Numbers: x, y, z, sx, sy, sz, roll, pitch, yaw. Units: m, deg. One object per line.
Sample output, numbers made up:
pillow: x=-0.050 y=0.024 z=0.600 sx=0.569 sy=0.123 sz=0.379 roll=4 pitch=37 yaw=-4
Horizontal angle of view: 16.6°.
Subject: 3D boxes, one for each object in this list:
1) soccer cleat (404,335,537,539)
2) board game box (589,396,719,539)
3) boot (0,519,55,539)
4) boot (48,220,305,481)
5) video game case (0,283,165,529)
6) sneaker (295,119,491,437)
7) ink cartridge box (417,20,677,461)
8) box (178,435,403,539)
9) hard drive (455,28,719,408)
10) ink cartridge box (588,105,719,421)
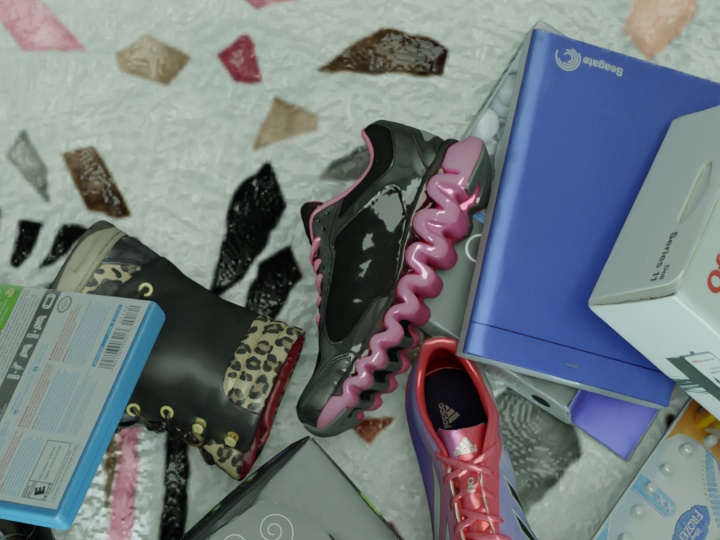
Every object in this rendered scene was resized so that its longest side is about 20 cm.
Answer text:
soccer cleat: x=0.068 y=0.134 z=1.448 sx=0.067 sy=0.077 sz=0.200 roll=-15 pitch=62 yaw=1
board game box: x=0.242 y=0.186 z=1.464 sx=0.200 sy=0.026 sz=0.200 roll=41 pitch=52 yaw=0
boot: x=-0.191 y=0.180 z=1.390 sx=0.200 sy=0.075 sz=0.097 roll=9 pitch=106 yaw=23
boot: x=-0.134 y=0.086 z=1.461 sx=0.150 sy=0.073 sz=0.200 roll=23 pitch=76 yaw=7
video game case: x=-0.223 y=0.070 z=1.414 sx=0.200 sy=0.018 sz=0.143 roll=6 pitch=59 yaw=28
sneaker: x=0.000 y=0.000 z=1.456 sx=0.095 sy=0.079 sz=0.200 roll=24 pitch=80 yaw=12
ink cartridge box: x=0.138 y=-0.017 z=1.516 sx=0.200 sy=0.043 sz=0.198 roll=33 pitch=83 yaw=-2
box: x=-0.032 y=0.188 z=1.403 sx=0.124 sy=0.200 sz=0.149 roll=-41 pitch=89 yaw=-7
hard drive: x=0.141 y=-0.031 z=1.472 sx=0.132 sy=0.025 sz=0.200 roll=15 pitch=80 yaw=-13
ink cartridge box: x=0.247 y=0.015 z=1.448 sx=0.200 sy=0.083 sz=0.147 roll=40 pitch=63 yaw=-25
